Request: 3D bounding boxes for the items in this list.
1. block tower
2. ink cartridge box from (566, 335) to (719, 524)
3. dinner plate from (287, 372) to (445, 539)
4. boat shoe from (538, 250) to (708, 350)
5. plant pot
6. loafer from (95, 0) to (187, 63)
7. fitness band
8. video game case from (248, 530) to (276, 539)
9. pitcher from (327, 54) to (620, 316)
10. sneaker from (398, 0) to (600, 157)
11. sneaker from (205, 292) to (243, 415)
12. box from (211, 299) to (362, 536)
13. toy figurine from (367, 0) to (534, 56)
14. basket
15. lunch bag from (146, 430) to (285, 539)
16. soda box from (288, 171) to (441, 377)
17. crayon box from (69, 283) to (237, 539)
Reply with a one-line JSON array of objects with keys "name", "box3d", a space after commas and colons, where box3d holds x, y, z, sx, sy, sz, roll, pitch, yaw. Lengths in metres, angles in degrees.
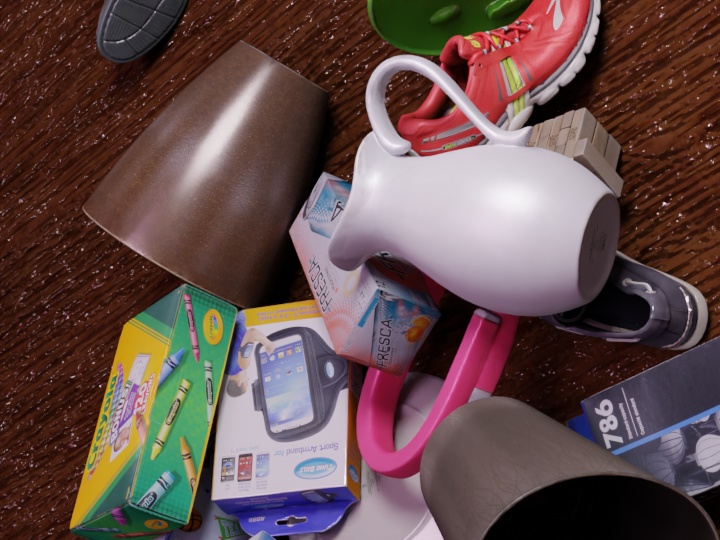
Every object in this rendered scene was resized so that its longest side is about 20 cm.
[{"name": "block tower", "box3d": [0.113, -0.068, 1.270, 0.200, 0.054, 0.058, -16, 44, 41]}, {"name": "ink cartridge box", "box3d": [0.228, 0.119, 1.164, 0.200, 0.039, 0.100, -32, 65, 37]}, {"name": "dinner plate", "box3d": [0.016, 0.174, 1.322, 0.200, 0.024, 0.201, -19, 55, 30]}, {"name": "boat shoe", "box3d": [0.165, 0.012, 1.218, 0.200, 0.063, 0.073, 19, 101, 44]}, {"name": "plant pot", "box3d": [-0.118, -0.096, 1.435, 0.187, 0.187, 0.200, 34, 96, 40]}, {"name": "loafer", "box3d": [-0.203, -0.301, 1.611, 0.200, 0.072, 0.063, -57, 32, 14]}, {"name": "fitness band", "box3d": [0.058, 0.069, 1.268, 0.144, 0.037, 0.200, 30, 97, 62]}, {"name": "video game case", "box3d": [-0.068, 0.321, 1.320, 0.181, 0.200, 0.046, -37, 21, 35]}, {"name": "pitcher", "box3d": [0.085, -0.061, 1.174, 0.200, 0.121, 0.172, 14, 110, 27]}, {"name": "sneaker", "box3d": [0.107, -0.161, 1.247, 0.200, 0.085, 0.077, -51, 32, -4]}, {"name": "sneaker", "box3d": [-0.107, 0.075, 1.456, 0.200, 0.075, 0.114, -2, 83, 41]}, {"name": "box", "box3d": [-0.060, 0.122, 1.348, 0.119, 0.042, 0.201, -9, 57, 16]}, {"name": "toy figurine", "box3d": [0.082, -0.303, 1.308, 0.200, 0.150, 0.184, -24, 57, 15]}, {"name": "basket", "box3d": [0.127, 0.171, 1.129, 0.200, 0.180, 0.136, -140, 57, -69]}, {"name": "lunch bag", "box3d": [-0.157, 0.245, 1.444, 0.170, 0.124, 0.200, -42, 24, 33]}, {"name": "soda box", "box3d": [0.000, 0.000, 1.325, 0.068, 0.063, 0.200, -58, 28, 20]}, {"name": "crayon box", "box3d": [-0.174, 0.125, 1.361, 0.119, 0.058, 0.201, -30, 42, 51]}]
